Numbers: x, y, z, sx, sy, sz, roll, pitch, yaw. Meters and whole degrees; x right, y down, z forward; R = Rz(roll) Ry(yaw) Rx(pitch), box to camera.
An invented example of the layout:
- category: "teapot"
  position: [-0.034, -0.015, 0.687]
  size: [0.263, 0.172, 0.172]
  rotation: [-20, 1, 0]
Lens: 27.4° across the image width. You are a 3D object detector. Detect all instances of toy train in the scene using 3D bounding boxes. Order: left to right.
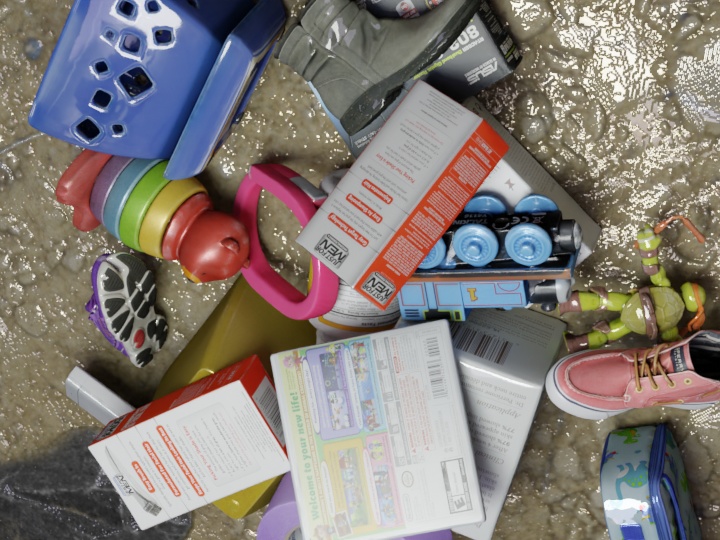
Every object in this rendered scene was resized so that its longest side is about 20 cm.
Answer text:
- category: "toy train"
  position: [0.124, -0.010, 1.468]
  size: [0.199, 0.087, 0.115]
  rotation: [-2, 122, 18]

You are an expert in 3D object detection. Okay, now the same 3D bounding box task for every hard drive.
- category: "hard drive"
  position: [-0.258, 0.189, 1.727]
  size: [0.200, 0.132, 0.027]
  rotation: [37, 73, -1]

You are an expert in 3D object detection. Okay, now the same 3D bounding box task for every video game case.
- category: "video game case"
  position: [0.016, 0.163, 1.451]
  size: [0.181, 0.022, 0.201]
  rotation: [-12, 84, 8]

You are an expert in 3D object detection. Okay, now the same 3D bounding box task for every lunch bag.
- category: "lunch bag"
  position: [0.310, 0.278, 1.565]
  size: [0.082, 0.161, 0.201]
  rotation: [-10, 108, 20]

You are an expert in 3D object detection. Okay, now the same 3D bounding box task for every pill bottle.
- category: "pill bottle"
  position: [0.000, 0.000, 1.570]
  size: [0.109, 0.109, 0.201]
  rotation: [13, 115, 11]

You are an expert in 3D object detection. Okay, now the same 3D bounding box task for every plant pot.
- category: "plant pot"
  position: [-0.194, -0.217, 1.494]
  size: [0.179, 0.200, 0.200]
  rotation: [28, 117, -3]
- category: "plant pot"
  position: [-0.124, 0.152, 1.634]
  size: [0.200, 0.176, 0.200]
  rotation: [39, 117, -2]

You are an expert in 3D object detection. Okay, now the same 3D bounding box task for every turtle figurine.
- category: "turtle figurine"
  position: [0.285, 0.048, 1.501]
  size: [0.160, 0.065, 0.201]
  rotation: [-14, 123, 6]

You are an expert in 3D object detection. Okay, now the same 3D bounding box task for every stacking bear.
- category: "stacking bear"
  position: [-0.208, -0.057, 1.588]
  size: [0.200, 0.122, 0.114]
  rotation: [32, 75, 15]

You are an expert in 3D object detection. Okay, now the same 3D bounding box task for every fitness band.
- category: "fitness band"
  position: [-0.082, -0.031, 1.555]
  size: [0.200, 0.037, 0.144]
  rotation: [38, 129, 49]

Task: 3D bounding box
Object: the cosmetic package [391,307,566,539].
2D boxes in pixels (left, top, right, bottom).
- category: "cosmetic package"
  position: [0.102, 0.144, 1.568]
  size: [0.167, 0.166, 0.201]
  rotation: [20, 116, 8]

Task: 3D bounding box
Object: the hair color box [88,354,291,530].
- category: "hair color box"
  position: [-0.167, 0.179, 1.524]
  size: [0.199, 0.064, 0.111]
  rotation: [-25, 105, 23]

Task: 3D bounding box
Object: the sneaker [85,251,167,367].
- category: "sneaker"
  position: [-0.277, 0.043, 1.651]
  size: [0.083, 0.081, 0.200]
  rotation: [24, 152, 15]

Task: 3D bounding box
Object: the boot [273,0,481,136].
- category: "boot"
  position: [0.011, -0.235, 1.425]
  size: [0.200, 0.068, 0.131]
  rotation: [-41, 90, 25]

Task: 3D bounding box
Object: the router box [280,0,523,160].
- category: "router box"
  position: [0.040, -0.224, 1.490]
  size: [0.199, 0.062, 0.150]
  rotation: [-28, 103, 25]

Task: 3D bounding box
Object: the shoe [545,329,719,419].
- category: "shoe"
  position: [0.286, 0.097, 1.451]
  size: [0.199, 0.072, 0.091]
  rotation: [1, 153, -19]

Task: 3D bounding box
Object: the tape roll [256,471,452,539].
- category: "tape roll"
  position: [-0.006, 0.288, 1.550]
  size: [0.199, 0.066, 0.201]
  rotation: [15, 135, 15]

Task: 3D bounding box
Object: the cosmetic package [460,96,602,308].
- category: "cosmetic package"
  position: [0.143, -0.070, 1.519]
  size: [0.200, 0.074, 0.102]
  rotation: [45, 118, -3]

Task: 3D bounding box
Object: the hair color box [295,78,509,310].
- category: "hair color box"
  position: [0.039, -0.074, 1.418]
  size: [0.200, 0.061, 0.101]
  rotation: [-51, 48, 1]
